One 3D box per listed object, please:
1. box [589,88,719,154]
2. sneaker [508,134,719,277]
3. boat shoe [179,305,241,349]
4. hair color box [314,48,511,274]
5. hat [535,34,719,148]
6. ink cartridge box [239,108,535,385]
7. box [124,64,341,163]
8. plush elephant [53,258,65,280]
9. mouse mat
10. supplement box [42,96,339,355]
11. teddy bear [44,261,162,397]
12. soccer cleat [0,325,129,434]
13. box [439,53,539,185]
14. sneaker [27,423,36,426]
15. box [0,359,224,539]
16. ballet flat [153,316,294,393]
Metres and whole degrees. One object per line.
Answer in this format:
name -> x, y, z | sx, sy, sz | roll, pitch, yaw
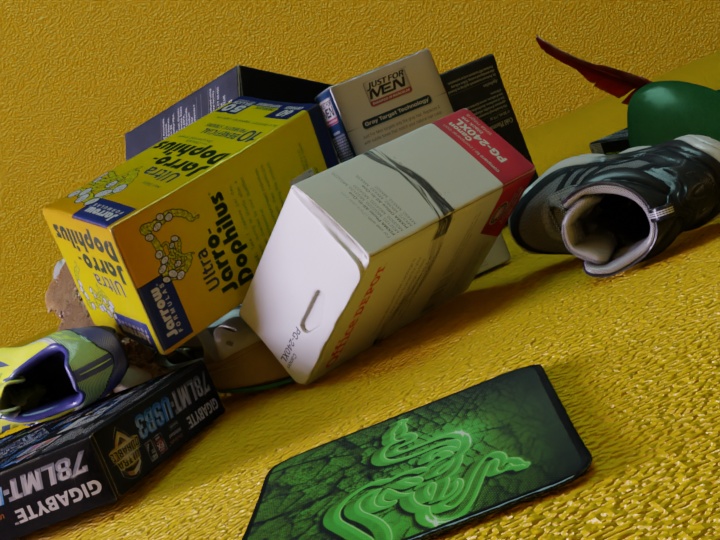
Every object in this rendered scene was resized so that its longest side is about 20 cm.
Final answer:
box -> 0.373, -0.163, 1.313 | 0.192, 0.048, 0.200 | -20, 5, -3
sneaker -> 0.162, -0.040, 0.842 | 0.114, 0.076, 0.200 | -28, 8, -41
boat shoe -> -0.133, 0.044, 1.031 | 0.199, 0.070, 0.066 | -11, 53, 29
hair color box -> 0.046, -0.082, 1.039 | 0.100, 0.201, 0.061 | -23, 6, -14
hat -> 0.274, -0.166, 1.049 | 0.199, 0.177, 0.166 | -21, 6, 16
ink cartridge box -> 0.020, -0.020, 0.879 | 0.200, 0.083, 0.145 | -28, -25, -41
box -> -0.091, -0.095, 1.136 | 0.200, 0.124, 0.196 | 5, -18, -42
plush elephant -> -0.230, 0.021, 1.308 | 0.199, 0.165, 0.155 | 0, 37, 5
mouse mat -> 0.020, 0.092, 0.546 | 0.160, 0.008, 0.200 | -22, 7, 5
supplement box -> -0.119, -0.042, 0.901 | 0.200, 0.110, 0.109 | -36, 31, -30
teddy bear -> -0.208, 0.064, 0.974 | 0.145, 0.067, 0.200 | -60, 36, 7
soccer cleat -> -0.265, 0.091, 0.875 | 0.200, 0.065, 0.084 | -21, 6, 25
box -> 0.084, -0.118, 1.308 | 0.200, 0.183, 0.104 | -26, 7, -37
sneaker -> -0.316, 0.129, 1.188 | 0.078, 0.075, 0.200 | -34, 2, -20
box -> -0.216, 0.135, 0.804 | 0.198, 0.050, 0.200 | -23, 4, 14
ballet flat -> -0.113, 0.070, 0.942 | 0.200, 0.063, 0.069 | -17, 8, 38
